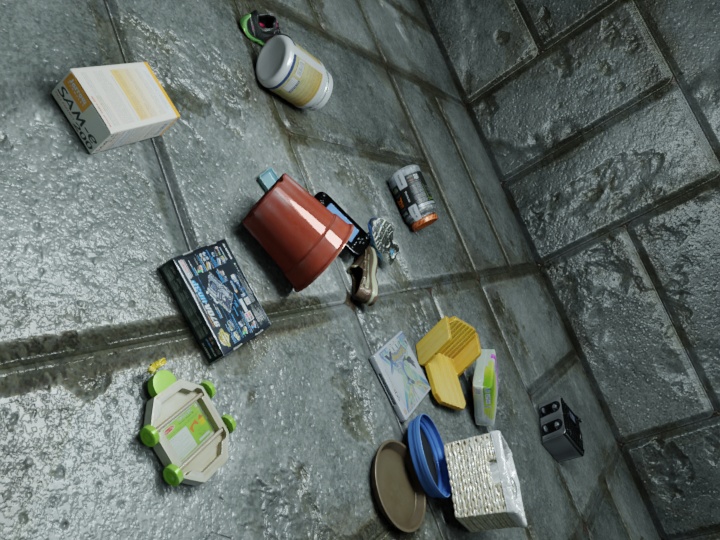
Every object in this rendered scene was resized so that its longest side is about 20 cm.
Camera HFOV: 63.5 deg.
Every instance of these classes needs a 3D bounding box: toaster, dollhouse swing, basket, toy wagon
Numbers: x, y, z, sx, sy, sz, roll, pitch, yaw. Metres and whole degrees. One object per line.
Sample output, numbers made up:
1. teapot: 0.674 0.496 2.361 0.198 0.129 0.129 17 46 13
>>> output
1. toaster: 0.780 0.618 2.259 0.200 0.117 0.183 46 34 -26
2. dollhouse swing: 0.285 0.276 1.714 0.198 0.182 0.178 29 22 -44
3. basket: 0.319 0.546 1.488 0.201 0.156 0.203 56 23 -52
4. toy wagon: -0.288 0.239 0.942 0.203 0.039 0.155 60 29 -4

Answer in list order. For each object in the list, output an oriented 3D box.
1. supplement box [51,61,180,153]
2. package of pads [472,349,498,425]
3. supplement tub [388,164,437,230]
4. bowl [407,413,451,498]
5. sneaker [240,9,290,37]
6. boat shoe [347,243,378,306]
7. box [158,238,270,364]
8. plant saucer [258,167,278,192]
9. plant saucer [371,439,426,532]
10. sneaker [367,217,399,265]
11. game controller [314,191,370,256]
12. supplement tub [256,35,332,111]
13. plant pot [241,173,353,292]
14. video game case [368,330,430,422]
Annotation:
1. supplement box: -0.452 -0.310 1.094 0.128 0.072 0.200 58 29 -7
2. package of pads: 0.397 0.371 1.848 0.201 0.066 0.159 -58 143 -58
3. supplement tub: 0.186 -0.250 2.017 0.121 0.121 0.205 -9 73 -59
4. bowl: 0.172 0.464 1.455 0.202 0.039 0.203 56 21 -34
5. sneaker: -0.261 -0.697 1.706 0.198 0.083 0.079 1 65 -57
6. boat shoe: 0.003 -0.004 1.577 0.073 0.075 0.206 20 41 -27
7. box: -0.272 0.053 1.112 0.204 0.045 0.158 61 29 -3
8. plant saucer: -0.184 -0.160 1.457 0.202 0.019 0.070 55 30 -12
9. plant saucer: 0.085 0.495 1.340 0.199 0.029 0.204 40 36 -36
10. sneaker: 0.046 -0.087 1.670 0.079 0.088 0.201 -57 153 -18
11. game controller: -0.058 -0.125 1.572 0.199 0.042 0.105 44 31 -6
12. supplement tub: -0.184 -0.553 1.653 0.198 0.142 0.148 19 50 -50
13. plant pot: -0.149 -0.094 1.303 0.195 0.200 0.203 43 34 -15
14. video game case: 0.110 0.278 1.563 0.186 0.022 0.199 63 29 0
